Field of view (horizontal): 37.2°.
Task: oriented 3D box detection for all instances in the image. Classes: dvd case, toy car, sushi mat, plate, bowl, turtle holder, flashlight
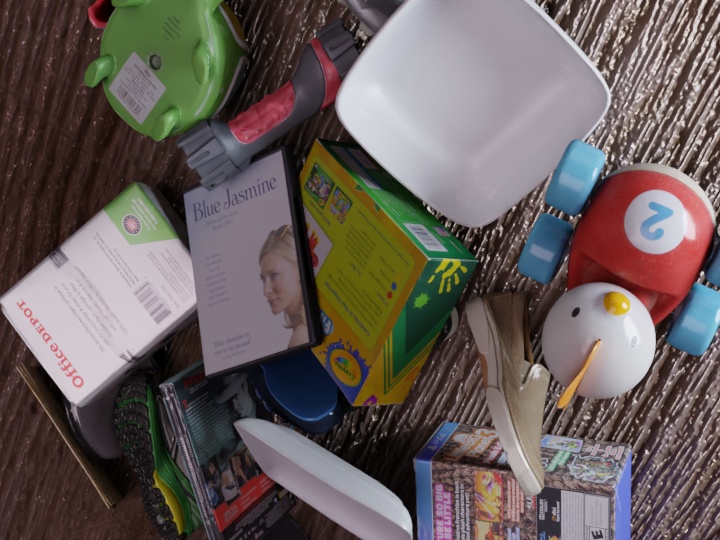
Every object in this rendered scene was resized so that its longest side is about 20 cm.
[{"bbox_3d":[-0.137,0.191,1.149,0.022,0.146,0.203,-11,100,28],"label":"dvd case"},{"bbox_3d":[0.212,0.029,0.893,0.182,0.201,0.178,26,141,10],"label":"toy car"},{"bbox_3d":[-0.346,0.198,1.283,0.012,0.096,0.201,-34,89,-11],"label":"sushi mat"},{"bbox_3d":[-0.024,0.218,1.067,0.198,0.200,0.033,29,71,17],"label":"plate"},{"bbox_3d":[0.097,-0.163,0.958,0.199,0.075,0.200,38,119,-15],"label":"bowl"},{"bbox_3d":[-0.174,-0.227,1.054,0.139,0.131,0.189,19,111,19],"label":"turtle holder"},{"bbox_3d":[-0.110,-0.007,1.059,0.141,0.017,0.204,-20,72,32],"label":"dvd case"},{"bbox_3d":[-0.084,-0.160,1.027,0.198,0.068,0.068,-32,82,3],"label":"flashlight"}]

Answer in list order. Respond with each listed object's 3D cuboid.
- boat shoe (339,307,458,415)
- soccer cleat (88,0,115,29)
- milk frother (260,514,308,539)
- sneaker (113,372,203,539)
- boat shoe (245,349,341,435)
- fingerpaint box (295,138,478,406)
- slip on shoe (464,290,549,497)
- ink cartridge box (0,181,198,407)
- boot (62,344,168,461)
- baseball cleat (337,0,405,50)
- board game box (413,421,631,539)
[{"bbox_3d":[0.011,0.092,1.099,0.199,0.068,0.072,-39,89,31],"label":"boat shoe"},{"bbox_3d":[-0.194,-0.307,1.070,0.199,0.076,0.067,-36,89,28],"label":"soccer cleat"},{"bbox_3d":[-0.114,0.405,1.222,0.198,0.182,0.188,26,124,-33],"label":"milk frother"},{"bbox_3d":[-0.220,0.207,1.228,0.077,0.085,0.203,6,117,46],"label":"sneaker"},{"bbox_3d":[-0.068,0.117,1.108,0.083,0.200,0.070,-20,120,-15],"label":"boat shoe"},{"bbox_3d":[0.000,0.000,1.028,0.200,0.073,0.169,48,122,39],"label":"fingerpaint box"},{"bbox_3d":[0.148,0.108,0.999,0.060,0.076,0.203,-17,53,9],"label":"slip on shoe"},{"bbox_3d":[-0.262,0.026,1.155,0.199,0.084,0.146,-39,88,5],"label":"ink cartridge box"},{"bbox_3d":[-0.279,0.123,1.241,0.129,0.070,0.203,-12,105,20],"label":"boot"},{"bbox_3d":[0.005,-0.301,0.986,0.106,0.070,0.201,-39,88,28],"label":"baseball cleat"},{"bbox_3d":[0.161,0.252,1.058,0.197,0.097,0.163,4,106,23],"label":"board game box"}]
